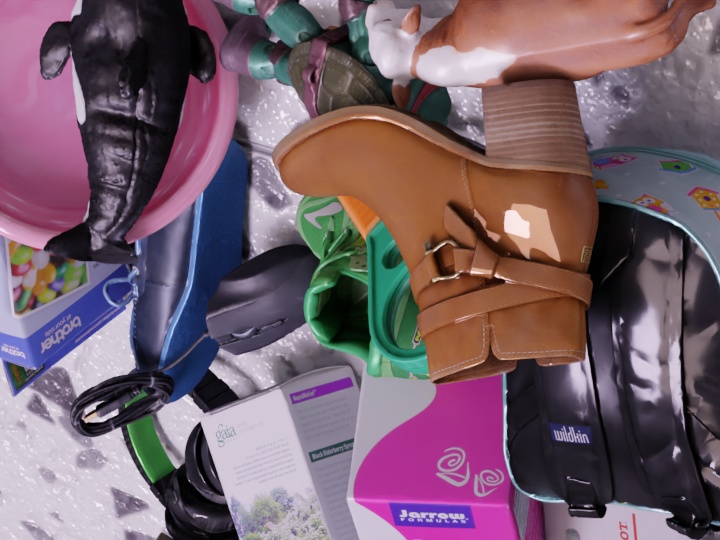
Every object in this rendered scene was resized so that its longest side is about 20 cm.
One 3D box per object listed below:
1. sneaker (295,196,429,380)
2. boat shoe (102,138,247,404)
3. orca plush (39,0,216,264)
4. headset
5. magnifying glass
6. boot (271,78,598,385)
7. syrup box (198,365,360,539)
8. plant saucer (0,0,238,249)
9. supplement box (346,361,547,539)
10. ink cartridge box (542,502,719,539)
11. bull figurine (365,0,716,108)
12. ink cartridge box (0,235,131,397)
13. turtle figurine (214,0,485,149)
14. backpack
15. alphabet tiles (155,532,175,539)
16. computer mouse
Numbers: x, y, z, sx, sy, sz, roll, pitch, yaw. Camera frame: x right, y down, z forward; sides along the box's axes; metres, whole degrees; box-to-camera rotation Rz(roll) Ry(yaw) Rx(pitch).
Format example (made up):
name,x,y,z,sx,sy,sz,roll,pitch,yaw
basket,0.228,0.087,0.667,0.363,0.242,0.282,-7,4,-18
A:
name,x,y,z,sx,sy,sz,roll,pitch,yaw
sneaker,0.000,0.000,1.753,0.200,0.083,0.074,-129,39,-53
boat shoe,-0.118,-0.010,1.895,0.069,0.084,0.200,28,119,26
orca plush,-0.150,-0.104,1.725,0.105,0.071,0.201,21,92,2
headset,-0.101,0.149,1.979,0.200,0.094,0.124,46,142,16
magnifying glass,0.021,-0.011,1.680,0.080,0.200,0.022,-47,129,12
boot,0.037,-0.014,1.585,0.200,0.074,0.155,-9,80,36
syrup box,-0.025,0.170,1.899,0.079,0.081,0.201,-22,84,39
plant saucer,-0.176,-0.111,1.789,0.201,0.200,0.051,48,172,-5
supplement box,0.060,0.147,1.791,0.101,0.104,0.200,1,146,12
ink cartridge box,0.216,0.172,1.780,0.200,0.068,0.116,13,130,28
bull figurine,0.100,-0.139,1.585,0.200,0.121,0.065,0,122,37
ink cartridge box,-0.201,-0.024,1.899,0.042,0.119,0.200,17,131,34
turtle figurine,0.000,-0.125,1.694,0.200,0.101,0.150,25,132,29
backpack,0.166,0.027,1.641,0.175,0.153,0.200,8,125,38
alphabet tiles,-0.059,0.245,1.968,0.200,0.166,0.006,31,107,-3
computer mouse,-0.099,0.051,1.863,0.059,0.200,0.034,46,-169,-46
